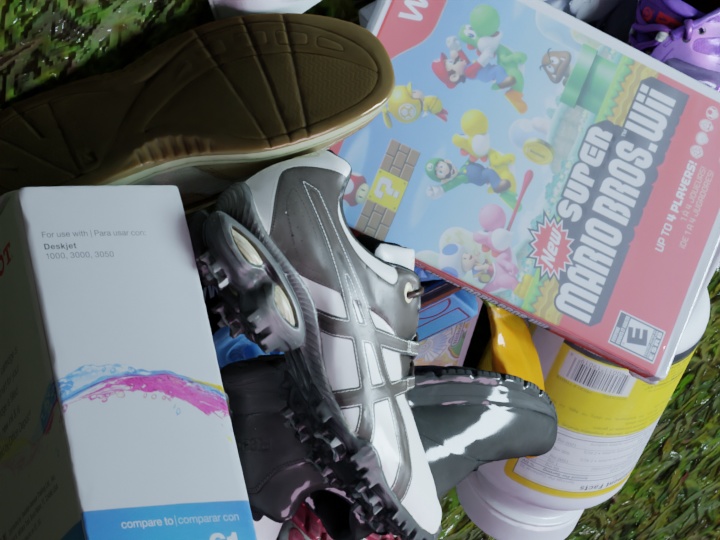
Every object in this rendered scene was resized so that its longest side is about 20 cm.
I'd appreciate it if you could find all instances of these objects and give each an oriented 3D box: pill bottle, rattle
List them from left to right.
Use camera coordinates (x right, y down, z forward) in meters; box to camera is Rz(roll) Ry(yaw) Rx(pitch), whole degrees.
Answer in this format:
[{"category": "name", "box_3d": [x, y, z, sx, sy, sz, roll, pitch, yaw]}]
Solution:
[{"category": "pill bottle", "box_3d": [0.124, 0.071, 1.568, 0.112, 0.112, 0.200, -14, 143, -34]}, {"category": "rattle", "box_3d": [0.145, -0.014, 1.430, 0.199, 0.143, 0.130, -24, 159, -13]}]

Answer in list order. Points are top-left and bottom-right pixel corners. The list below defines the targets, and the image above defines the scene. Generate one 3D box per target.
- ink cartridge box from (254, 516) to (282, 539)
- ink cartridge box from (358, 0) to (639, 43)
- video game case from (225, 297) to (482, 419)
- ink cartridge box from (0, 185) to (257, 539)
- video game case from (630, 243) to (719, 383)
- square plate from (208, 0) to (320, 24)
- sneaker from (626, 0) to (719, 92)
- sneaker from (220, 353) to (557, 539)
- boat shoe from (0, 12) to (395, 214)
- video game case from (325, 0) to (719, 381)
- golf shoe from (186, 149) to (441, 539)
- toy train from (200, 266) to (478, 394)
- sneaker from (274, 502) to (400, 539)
[{"category": "ink cartridge box", "box_3d": [-0.167, 0.137, 1.316, 0.199, 0.145, 0.148, -13, 143, -35]}, {"category": "ink cartridge box", "box_3d": [0.097, -0.107, 1.372, 0.198, 0.043, 0.200, -30, 150, -14]}, {"category": "video game case", "box_3d": [-0.021, 0.089, 1.527, 0.181, 0.023, 0.200, -19, 145, -29]}, {"category": "ink cartridge box", "box_3d": [-0.119, 0.080, 1.166, 0.084, 0.201, 0.145, -4, 156, -26]}, {"category": "video game case", "box_3d": [0.201, -0.050, 1.454, 0.200, 0.017, 0.143, -63, 176, -47]}, {"category": "square plate", "box_3d": [0.006, -0.201, 1.163, 0.200, 0.028, 0.198, -34, 150, -8]}, {"category": "sneaker", "box_3d": [0.148, -0.101, 1.327, 0.200, 0.080, 0.083, -54, 139, -9]}, {"category": "sneaker", "box_3d": [0.014, 0.090, 1.308, 0.199, 0.091, 0.076, 4, 173, -34]}, {"category": "boat shoe", "box_3d": [-0.082, -0.062, 1.211, 0.199, 0.074, 0.066, -14, 156, -7]}, {"category": "video game case", "box_3d": [0.083, -0.053, 1.259, 0.144, 0.199, 0.017, -67, -169, -12]}, {"category": "golf shoe", "box_3d": [0.003, 0.037, 1.202, 0.094, 0.078, 0.200, -37, 115, -16]}, {"category": "toy train", "box_3d": [0.000, 0.000, 1.332, 0.199, 0.087, 0.114, -27, 148, 19]}, {"category": "sneaker", "box_3d": [-0.026, 0.133, 1.393, 0.075, 0.200, 0.081, -42, 105, 14]}]
